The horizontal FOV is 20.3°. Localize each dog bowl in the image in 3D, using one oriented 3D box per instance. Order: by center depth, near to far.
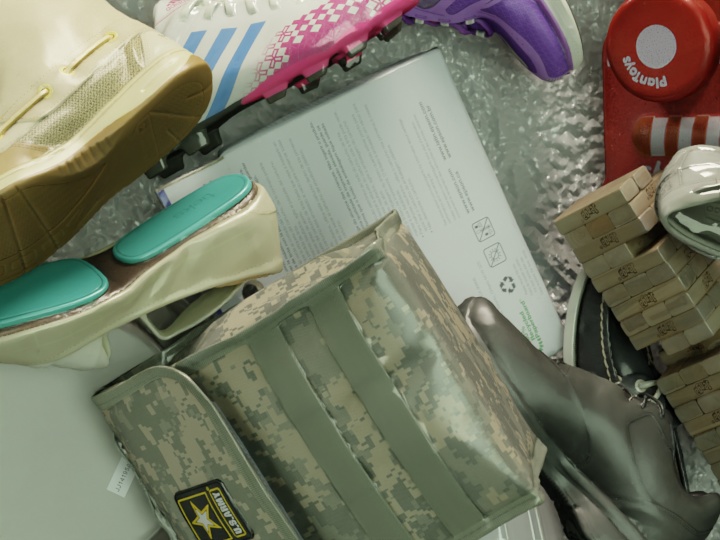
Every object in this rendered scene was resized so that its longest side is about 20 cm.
[{"bbox_3d":[-0.164,0.094,1.123,0.198,0.059,0.202,0,90,-16],"label":"dog bowl"}]

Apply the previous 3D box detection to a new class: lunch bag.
[{"bbox_3d":[-0.027,0.090,1.063,0.199,0.118,0.165,-31,97,12],"label":"lunch bag"}]

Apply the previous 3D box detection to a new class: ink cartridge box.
[{"bbox_3d":[0.000,0.000,1.173,0.199,0.041,0.201,-27,98,-22],"label":"ink cartridge box"}]

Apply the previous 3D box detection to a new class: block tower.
[{"bbox_3d":[0.196,0.036,1.178,0.201,0.058,0.054,58,41,-6],"label":"block tower"}]

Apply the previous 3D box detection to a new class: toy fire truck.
[{"bbox_3d":[0.234,-0.085,1.188,0.198,0.112,0.170,2,100,25],"label":"toy fire truck"}]

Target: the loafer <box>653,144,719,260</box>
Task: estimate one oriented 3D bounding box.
[{"bbox_3d":[0.260,-0.018,1.115,0.198,0.070,0.071,11,120,10],"label":"loafer"}]

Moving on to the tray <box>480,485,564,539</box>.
[{"bbox_3d":[0.030,0.162,1.200,0.198,0.022,0.108,-13,94,-16],"label":"tray"}]

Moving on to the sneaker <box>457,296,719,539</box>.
[{"bbox_3d":[0.127,0.089,1.148,0.091,0.076,0.201,-38,97,-8],"label":"sneaker"}]

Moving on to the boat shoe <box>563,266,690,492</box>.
[{"bbox_3d":[0.165,0.094,1.207,0.074,0.060,0.202,-5,93,-49],"label":"boat shoe"}]

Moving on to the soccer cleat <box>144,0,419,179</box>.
[{"bbox_3d":[-0.065,-0.130,1.127,0.199,0.070,0.087,-30,90,6],"label":"soccer cleat"}]

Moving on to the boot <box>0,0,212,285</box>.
[{"bbox_3d":[-0.199,-0.087,1.070,0.200,0.073,0.155,-41,66,-20],"label":"boot"}]

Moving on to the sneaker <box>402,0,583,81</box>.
[{"bbox_3d":[0.040,-0.168,1.182,0.199,0.081,0.084,34,83,-4],"label":"sneaker"}]

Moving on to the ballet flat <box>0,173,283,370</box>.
[{"bbox_3d":[-0.129,0.016,1.075,0.199,0.069,0.070,-25,96,-15],"label":"ballet flat"}]
